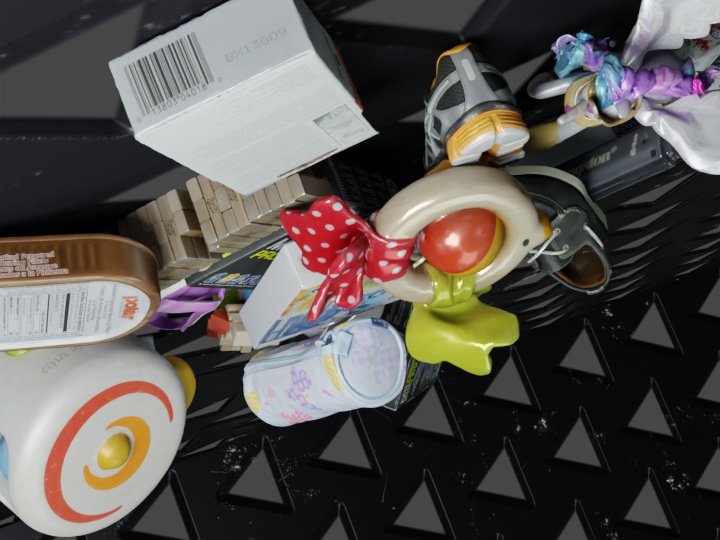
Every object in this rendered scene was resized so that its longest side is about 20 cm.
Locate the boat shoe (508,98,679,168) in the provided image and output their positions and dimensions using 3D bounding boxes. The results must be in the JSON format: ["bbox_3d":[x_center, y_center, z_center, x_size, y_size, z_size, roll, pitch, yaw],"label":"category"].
[{"bbox_3d":[0.231,-0.125,1.173,0.199,0.072,0.066,-29,167,-12],"label":"boat shoe"}]

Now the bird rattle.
[{"bbox_3d":[0.049,-0.021,0.887,0.163,0.113,0.200,-39,129,21],"label":"bird rattle"}]

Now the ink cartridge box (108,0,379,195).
[{"bbox_3d":[-0.061,-0.102,0.730,0.108,0.051,0.200,-24,170,8],"label":"ink cartridge box"}]

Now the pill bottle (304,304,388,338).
[{"bbox_3d":[-0.017,0.023,1.273,0.112,0.113,0.200,-24,169,12],"label":"pill bottle"}]

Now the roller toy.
[{"bbox_3d":[-0.251,0.134,1.069,0.183,0.139,0.200,-59,146,-3],"label":"roller toy"}]

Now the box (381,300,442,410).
[{"bbox_3d":[0.070,0.035,1.289,0.044,0.201,0.160,20,-167,16],"label":"box"}]

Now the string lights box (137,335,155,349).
[{"bbox_3d":[-0.310,0.112,1.201,0.102,0.059,0.199,-11,179,41],"label":"string lights box"}]

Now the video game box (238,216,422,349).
[{"bbox_3d":[0.000,0.000,1.053,0.181,0.047,0.200,-21,170,-21],"label":"video game box"}]

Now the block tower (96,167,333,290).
[{"bbox_3d":[-0.120,-0.037,0.920,0.199,0.058,0.054,-25,169,22],"label":"block tower"}]

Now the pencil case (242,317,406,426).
[{"bbox_3d":[-0.039,0.101,1.176,0.090,0.084,0.200,13,161,-28],"label":"pencil case"}]

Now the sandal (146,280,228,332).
[{"bbox_3d":[-0.185,0.040,1.181,0.202,0.050,0.082,-22,170,-1],"label":"sandal"}]

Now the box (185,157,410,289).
[{"bbox_3d":[-0.049,-0.035,1.060,0.160,0.045,0.200,-25,169,18],"label":"box"}]

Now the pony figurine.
[{"bbox_3d":[0.217,-0.140,0.899,0.192,0.168,0.200,-18,-174,-3],"label":"pony figurine"}]

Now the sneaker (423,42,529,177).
[{"bbox_3d":[0.081,-0.113,0.908,0.078,0.078,0.200,-20,176,-6],"label":"sneaker"}]

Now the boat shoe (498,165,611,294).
[{"bbox_3d":[0.158,-0.035,1.001,0.071,0.068,0.200,-13,156,30],"label":"boat shoe"}]

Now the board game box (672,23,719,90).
[{"bbox_3d":[0.350,-0.205,1.094,0.199,0.035,0.126,-13,167,-41],"label":"board game box"}]

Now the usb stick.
[{"bbox_3d":[0.196,-0.080,1.052,0.199,0.033,0.056,-24,-149,45],"label":"usb stick"}]

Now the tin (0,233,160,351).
[{"bbox_3d":[-0.241,0.019,0.858,0.199,0.042,0.112,-4,155,-19],"label":"tin"}]

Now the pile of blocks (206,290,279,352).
[{"bbox_3d":[-0.128,0.040,1.234,0.062,0.083,0.200,0,174,-17],"label":"pile of blocks"}]
